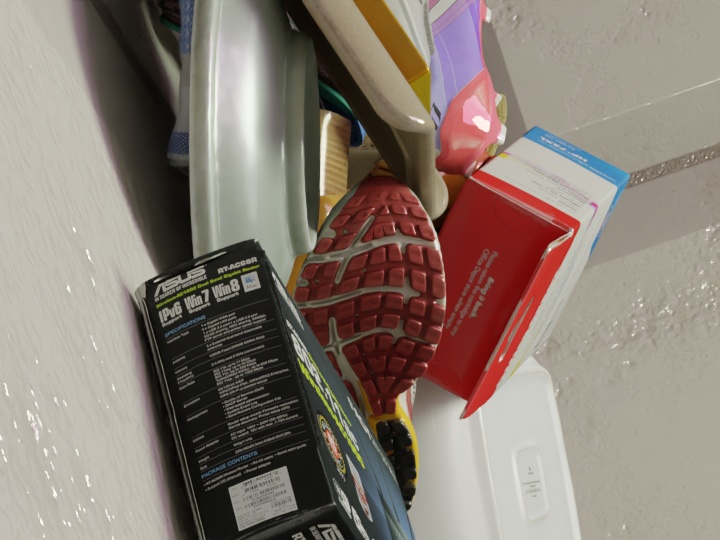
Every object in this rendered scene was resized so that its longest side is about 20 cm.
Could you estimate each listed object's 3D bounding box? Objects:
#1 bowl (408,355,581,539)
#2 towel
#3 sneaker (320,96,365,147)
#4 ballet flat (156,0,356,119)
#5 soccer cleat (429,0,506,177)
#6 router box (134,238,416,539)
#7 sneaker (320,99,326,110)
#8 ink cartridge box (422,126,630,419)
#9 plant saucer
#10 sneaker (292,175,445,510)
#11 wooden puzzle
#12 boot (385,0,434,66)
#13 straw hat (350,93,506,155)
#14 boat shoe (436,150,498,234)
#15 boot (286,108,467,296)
[{"bbox_3d":[0.066,0.128,1.707,0.200,0.075,0.200,-6,86,-66],"label":"bowl"},{"bbox_3d":[-0.081,-0.143,1.480,0.147,0.024,0.200,19,71,-87],"label":"towel"},{"bbox_3d":[-0.006,-0.150,1.809,0.200,0.070,0.078,98,16,-70],"label":"sneaker"},{"bbox_3d":[-0.037,-0.141,1.666,0.069,0.071,0.200,33,6,36],"label":"ballet flat"},{"bbox_3d":[0.031,-0.135,1.647,0.076,0.067,0.200,24,38,-31],"label":"soccer cleat"},{"bbox_3d":[-0.023,0.105,1.285,0.200,0.062,0.150,62,7,-50],"label":"router box"},{"bbox_3d":[-0.047,-0.079,1.743,0.104,0.060,0.200,61,8,22],"label":"sneaker"},{"bbox_3d":[0.078,-0.001,1.638,0.067,0.116,0.200,29,19,9],"label":"ink cartridge box"},{"bbox_3d":[-0.048,-0.061,1.424,0.200,0.050,0.200,0,90,-86],"label":"plant saucer"},{"bbox_3d":[-0.003,0.036,1.510,0.082,0.078,0.200,-97,-167,-55],"label":"sneaker"},{"bbox_3d":[-0.009,-0.125,1.463,0.185,0.037,0.200,57,-1,12],"label":"wooden puzzle"},{"bbox_3d":[0.031,-0.174,1.499,0.074,0.096,0.200,54,-7,31],"label":"boot"},{"bbox_3d":[0.010,-0.044,1.912,0.085,0.201,0.201,30,-2,11],"label":"straw hat"},{"bbox_3d":[0.027,0.003,1.787,0.071,0.063,0.200,-43,159,-61],"label":"boat shoe"},{"bbox_3d":[0.000,0.000,1.635,0.201,0.071,0.144,20,73,-57],"label":"boot"}]
